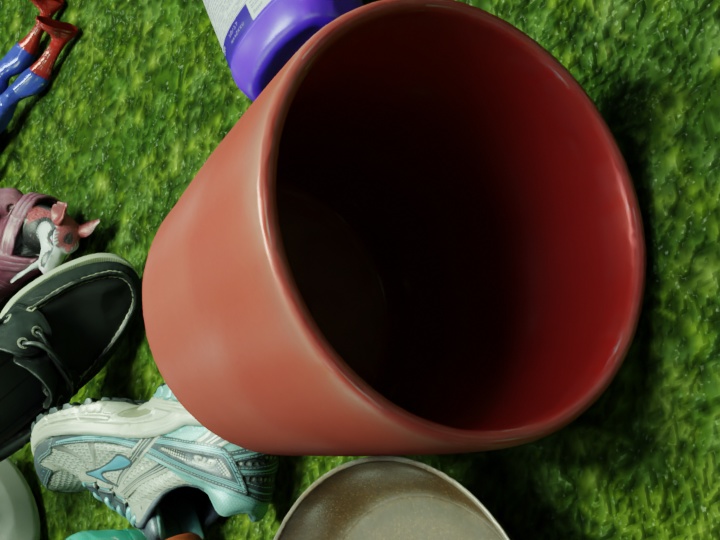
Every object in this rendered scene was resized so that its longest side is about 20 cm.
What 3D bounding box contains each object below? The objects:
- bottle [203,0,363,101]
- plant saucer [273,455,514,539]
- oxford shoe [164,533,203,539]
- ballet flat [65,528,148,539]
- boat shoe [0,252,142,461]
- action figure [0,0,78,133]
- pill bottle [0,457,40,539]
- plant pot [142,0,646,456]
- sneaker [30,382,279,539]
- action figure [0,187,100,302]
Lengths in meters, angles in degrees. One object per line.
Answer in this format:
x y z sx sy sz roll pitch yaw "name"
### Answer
-0.058 -0.183 0.995 0.084 0.065 0.201 -47 47 28 "bottle"
0.024 0.185 0.790 0.199 0.032 0.202 -3 85 47 "plant saucer"
-0.127 0.234 0.942 0.073 0.071 0.201 49 126 25 "oxford shoe"
-0.195 0.210 1.024 0.200 0.070 0.068 -42 50 33 "ballet flat"
-0.203 0.066 1.021 0.199 0.075 0.066 -35 24 -15 "boat shoe"
-0.271 -0.107 1.232 0.201 0.051 0.066 -57 47 24 "action figure"
-0.307 0.198 1.118 0.200 0.119 0.120 -41 50 33 "pill bottle"
0.000 0.000 0.788 0.177 0.199 0.202 -27 58 54 "plant pot"
-0.121 0.114 0.967 0.199 0.077 0.087 -18 68 45 "sneaker"
-0.242 -0.004 1.152 0.199 0.135 0.149 -21 20 29 "action figure"
